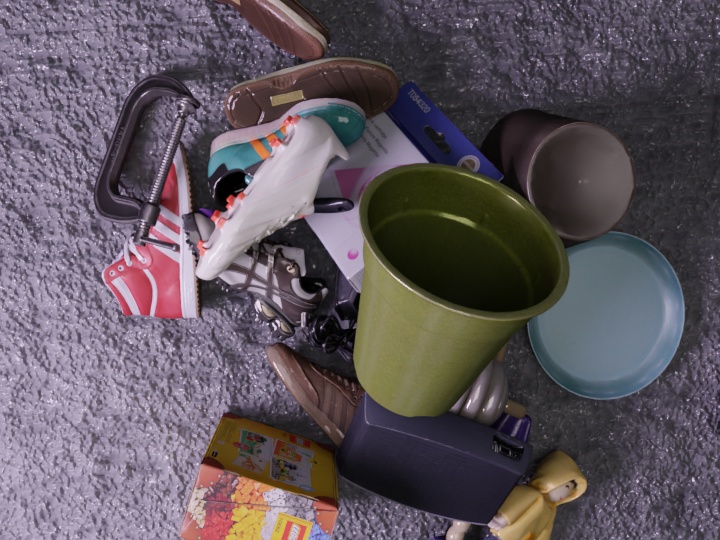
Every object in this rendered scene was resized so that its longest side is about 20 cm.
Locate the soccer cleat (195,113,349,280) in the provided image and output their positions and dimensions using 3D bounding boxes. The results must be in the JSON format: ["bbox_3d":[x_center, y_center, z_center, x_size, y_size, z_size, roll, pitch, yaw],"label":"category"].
[{"bbox_3d":[-0.089,-0.064,0.784,0.077,0.069,0.201,37,90,-20],"label":"soccer cleat"}]

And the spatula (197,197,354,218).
[{"bbox_3d":[-0.094,-0.062,0.849,0.196,0.056,0.021,-7,63,28],"label":"spatula"}]

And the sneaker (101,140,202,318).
[{"bbox_3d":[-0.242,-0.044,0.892,0.110,0.071,0.205,-3,97,-7],"label":"sneaker"}]

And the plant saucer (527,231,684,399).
[{"bbox_3d":[0.297,0.054,0.957,0.195,0.027,0.205,0,95,-3],"label":"plant saucer"}]

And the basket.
[{"bbox_3d":[0.208,-0.093,0.852,0.133,0.200,0.185,1,96,-3],"label":"basket"}]

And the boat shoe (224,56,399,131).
[{"bbox_3d":[-0.054,-0.208,0.885,0.195,0.077,0.073,-3,118,5],"label":"boat shoe"}]

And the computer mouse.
[{"bbox_3d":[0.000,0.000,0.902,0.052,0.138,0.203,24,87,33],"label":"computer mouse"}]

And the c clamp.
[{"bbox_3d":[-0.226,-0.122,0.859,0.168,0.027,0.205,5,78,36],"label":"c clamp"}]

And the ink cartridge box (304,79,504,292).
[{"bbox_3d":[0.023,-0.109,0.861,0.199,0.043,0.197,-39,55,2],"label":"ink cartridge box"}]

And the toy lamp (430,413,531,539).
[{"bbox_3d":[0.148,0.261,0.951,0.057,0.058,0.203,26,95,-5],"label":"toy lamp"}]

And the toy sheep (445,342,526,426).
[{"bbox_3d":[0.107,0.123,0.902,0.196,0.138,0.141,22,93,-6],"label":"toy sheep"}]

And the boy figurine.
[{"bbox_3d":[0.199,0.312,0.943,0.200,0.064,0.125,-48,126,-10],"label":"boy figurine"}]

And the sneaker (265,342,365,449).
[{"bbox_3d":[-0.031,0.150,0.931,0.075,0.070,0.201,-40,104,-10],"label":"sneaker"}]

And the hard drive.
[{"bbox_3d":[0.077,0.214,0.866,0.196,0.043,0.136,19,127,-5],"label":"hard drive"}]

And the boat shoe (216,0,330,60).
[{"bbox_3d":[-0.107,-0.318,0.870,0.201,0.075,0.075,36,77,3],"label":"boat shoe"}]

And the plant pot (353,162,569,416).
[{"bbox_3d":[0.072,0.035,0.752,0.195,0.202,0.192,14,132,-5],"label":"plant pot"}]

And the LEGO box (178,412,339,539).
[{"bbox_3d":[-0.104,0.238,0.860,0.146,0.200,0.079,19,93,-4],"label":"LEGO box"}]

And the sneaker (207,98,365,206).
[{"bbox_3d":[-0.081,-0.120,0.851,0.196,0.071,0.082,-15,59,26],"label":"sneaker"}]

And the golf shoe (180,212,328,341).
[{"bbox_3d":[-0.114,-0.012,0.871,0.094,0.078,0.200,-37,130,10],"label":"golf shoe"}]
